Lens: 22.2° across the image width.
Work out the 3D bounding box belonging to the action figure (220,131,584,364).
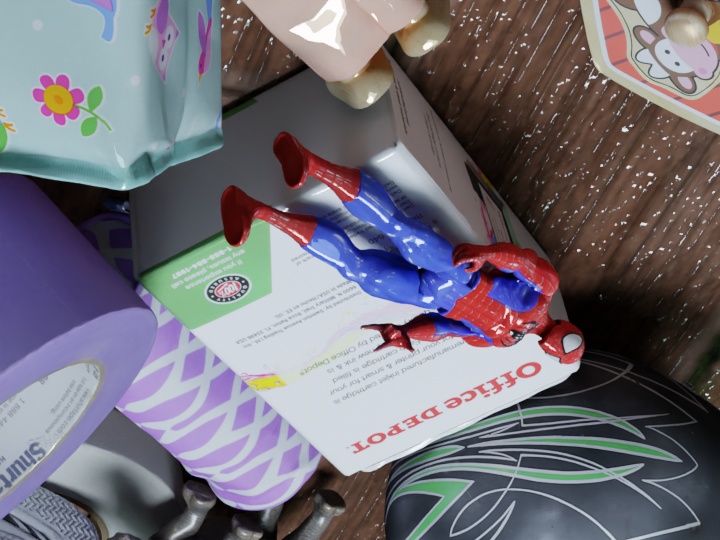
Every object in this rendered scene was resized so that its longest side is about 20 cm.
[{"bbox_3d":[0.031,0.003,0.837,0.200,0.052,0.065,23,121,-36],"label":"action figure"}]

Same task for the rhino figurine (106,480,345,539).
[{"bbox_3d":[-0.094,0.168,1.051,0.200,0.060,0.087,-4,128,-55],"label":"rhino figurine"}]

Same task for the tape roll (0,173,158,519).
[{"bbox_3d":[-0.190,0.057,0.802,0.200,0.085,0.200,-41,168,-10],"label":"tape roll"}]

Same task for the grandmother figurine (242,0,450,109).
[{"bbox_3d":[-0.048,-0.149,0.775,0.121,0.061,0.200,-47,129,0],"label":"grandmother figurine"}]

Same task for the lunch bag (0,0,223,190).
[{"bbox_3d":[-0.157,-0.123,0.676,0.200,0.122,0.170,6,105,14],"label":"lunch bag"}]

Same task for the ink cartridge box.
[{"bbox_3d":[0.000,0.000,0.923,0.145,0.084,0.200,-26,135,17],"label":"ink cartridge box"}]

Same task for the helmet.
[{"bbox_3d":[0.113,0.135,1.017,0.200,0.200,0.191,-10,150,0],"label":"helmet"}]

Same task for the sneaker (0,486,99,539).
[{"bbox_3d":[-0.251,0.172,1.029,0.200,0.075,0.115,-1,151,-23],"label":"sneaker"}]

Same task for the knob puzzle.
[{"bbox_3d":[0.172,-0.109,0.803,0.220,0.030,0.220,23,149,15],"label":"knob puzzle"}]

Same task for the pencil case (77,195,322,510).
[{"bbox_3d":[-0.097,0.052,0.969,0.085,0.084,0.200,7,149,39],"label":"pencil case"}]

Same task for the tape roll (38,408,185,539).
[{"bbox_3d":[-0.203,0.146,1.086,0.203,0.037,0.203,-5,137,-5],"label":"tape roll"}]
